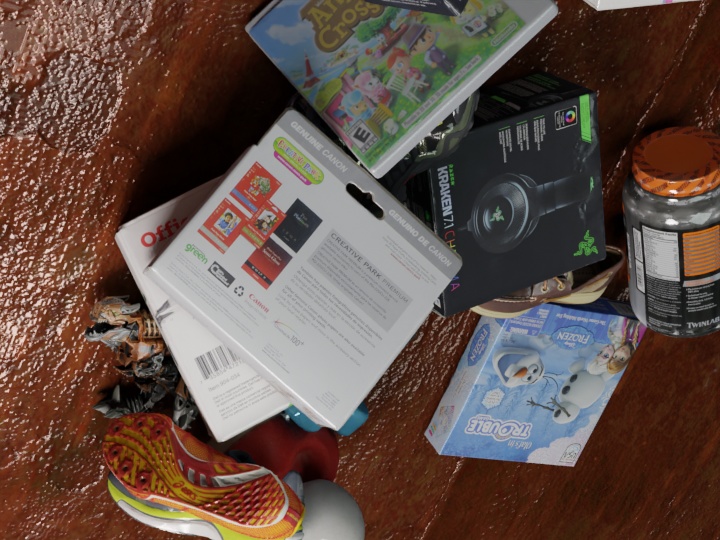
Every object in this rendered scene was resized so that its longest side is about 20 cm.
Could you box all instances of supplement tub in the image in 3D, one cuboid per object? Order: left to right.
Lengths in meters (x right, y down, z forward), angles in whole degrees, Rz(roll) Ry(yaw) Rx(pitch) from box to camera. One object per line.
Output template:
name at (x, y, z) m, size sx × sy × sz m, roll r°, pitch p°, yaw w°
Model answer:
supplement tub at (0.336, -0.040, 1.465) m, size 0.121 × 0.123 × 0.202 m, roll -23°, pitch 129°, yaw -14°

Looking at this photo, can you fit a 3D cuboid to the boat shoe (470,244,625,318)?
boat shoe at (0.186, 0.000, 1.426) m, size 0.198 × 0.073 × 0.072 m, roll -2°, pitch 154°, yaw -33°

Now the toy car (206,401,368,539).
toy car at (-0.051, 0.229, 1.350) m, size 0.184 × 0.201 × 0.177 m, roll -41°, pitch 160°, yaw 9°

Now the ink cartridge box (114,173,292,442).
ink cartridge box at (-0.107, 0.025, 1.225) m, size 0.144 × 0.084 × 0.202 m, roll -26°, pitch 93°, yaw -11°

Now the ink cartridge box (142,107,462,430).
ink cartridge box at (-0.046, -0.001, 1.153) m, size 0.200 × 0.084 × 0.176 m, roll 42°, pitch 79°, yaw -8°

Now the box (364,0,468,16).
box at (0.024, -0.335, 1.060) m, size 0.198 × 0.123 × 0.202 m, roll 34°, pitch 80°, yaw -43°

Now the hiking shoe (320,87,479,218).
hiking shoe at (0.021, -0.118, 1.183) m, size 0.100 × 0.076 × 0.201 m, roll 13°, pitch 123°, yaw -40°

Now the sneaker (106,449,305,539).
sneaker at (-0.135, 0.198, 1.269) m, size 0.074 × 0.198 × 0.082 m, roll 20°, pitch 81°, yaw -74°

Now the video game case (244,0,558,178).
video game case at (0.030, -0.206, 1.154) m, size 0.200 × 0.182 × 0.022 m, roll -42°, pitch 158°, yaw 3°

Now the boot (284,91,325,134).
boot at (-0.008, -0.165, 1.222) m, size 0.090 × 0.073 × 0.202 m, roll -3°, pitch 123°, yaw -34°

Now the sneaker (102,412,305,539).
sneaker at (-0.139, 0.182, 1.199) m, size 0.073 × 0.199 × 0.077 m, roll -58°, pitch 152°, yaw -15°

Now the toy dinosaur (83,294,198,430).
toy dinosaur at (-0.171, 0.094, 1.298) m, size 0.199 × 0.102 × 0.137 m, roll 27°, pitch 90°, yaw -20°

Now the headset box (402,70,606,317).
headset box at (0.133, -0.076, 1.325) m, size 0.198 × 0.093 × 0.176 m, roll -18°, pitch 117°, yaw -22°

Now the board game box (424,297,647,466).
board game box at (0.194, 0.118, 1.543) m, size 0.198 × 0.043 × 0.201 m, roll 9°, pitch 116°, yaw -33°

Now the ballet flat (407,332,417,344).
ballet flat at (0.000, 0.000, 1.362) m, size 0.066 × 0.057 × 0.201 m, roll -6°, pitch 136°, yaw 28°

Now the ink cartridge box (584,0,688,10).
ink cartridge box at (0.245, -0.315, 1.229) m, size 0.198 × 0.125 × 0.130 m, roll -9°, pitch 124°, yaw -24°
